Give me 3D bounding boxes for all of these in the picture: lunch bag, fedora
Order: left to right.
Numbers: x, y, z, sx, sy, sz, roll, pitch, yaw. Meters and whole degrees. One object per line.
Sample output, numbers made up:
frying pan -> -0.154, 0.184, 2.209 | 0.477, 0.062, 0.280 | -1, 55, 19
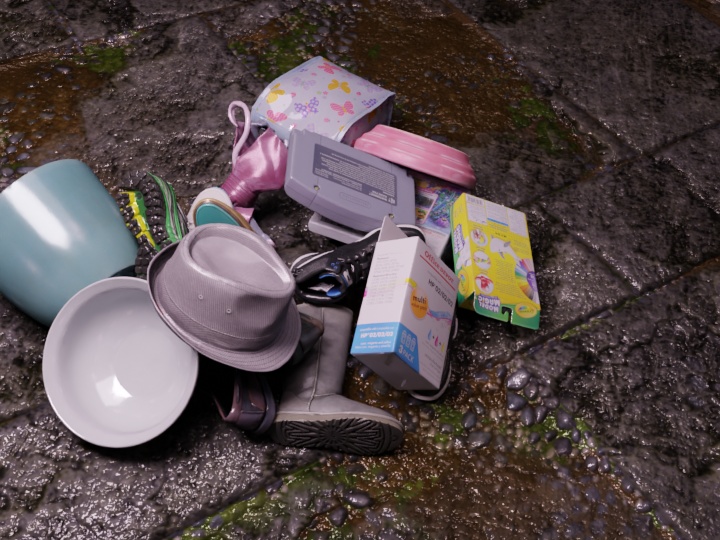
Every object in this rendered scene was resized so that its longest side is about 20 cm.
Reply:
fedora -> -0.145, 0.016, 1.044 | 0.199, 0.091, 0.177 | 32, 41, -2
lunch bag -> -0.065, -0.248, 1.479 | 0.169, 0.128, 0.200 | 28, 39, 17

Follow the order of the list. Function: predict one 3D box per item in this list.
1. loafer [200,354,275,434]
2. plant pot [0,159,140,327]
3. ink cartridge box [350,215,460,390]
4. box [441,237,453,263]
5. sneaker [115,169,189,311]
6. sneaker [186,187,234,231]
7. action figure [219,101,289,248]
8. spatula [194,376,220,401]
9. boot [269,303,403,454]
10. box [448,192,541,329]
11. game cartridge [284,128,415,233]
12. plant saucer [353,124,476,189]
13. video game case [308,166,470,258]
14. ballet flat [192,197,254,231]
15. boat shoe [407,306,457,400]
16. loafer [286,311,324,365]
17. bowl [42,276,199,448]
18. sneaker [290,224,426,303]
loafer -> -0.170, 0.120, 1.123 | 0.063, 0.072, 0.200 | 16, 27, -43
plant pot -> -0.377, -0.016, 1.169 | 0.161, 0.201, 0.200 | 43, 54, 12
ink cartridge box -> 0.064, 0.038, 1.145 | 0.067, 0.115, 0.202 | -7, 57, 35
box -> 0.061, -0.076, 1.381 | 0.199, 0.040, 0.137 | 37, 53, 26
sneaker -> -0.241, -0.031, 1.149 | 0.077, 0.085, 0.202 | -18, 83, 22
sneaker -> -0.225, -0.031, 1.233 | 0.076, 0.081, 0.202 | 12, 67, 10
action figure -> -0.174, -0.120, 1.315 | 0.200, 0.149, 0.134 | -51, 36, -3
spatula -> -0.257, 0.118, 1.165 | 0.199, 0.021, 0.057 | 29, 54, 15
boot -> -0.027, 0.133, 1.155 | 0.180, 0.073, 0.201 | 8, 39, 2
box -> 0.193, -0.007, 1.286 | 0.116, 0.048, 0.201 | 16, 50, -22
game cartridge -> -0.014, -0.121, 1.285 | 0.198, 0.042, 0.134 | 20, 49, -19
plant saucer -> 0.090, -0.181, 1.401 | 0.199, 0.051, 0.201 | 18, 7, -2
video game case -> 0.047, -0.091, 1.351 | 0.198, 0.024, 0.183 | 19, 47, 12
ballet flat -> -0.161, -0.028, 1.225 | 0.068, 0.201, 0.063 | -24, 30, 16
boat shoe -> 0.097, 0.083, 1.216 | 0.073, 0.061, 0.201 | 14, 46, 3
loafer -> -0.124, 0.064, 1.180 | 0.063, 0.072, 0.199 | -34, 38, -28
bowl -> -0.276, 0.113, 1.095 | 0.199, 0.090, 0.203 | -2, 81, 11
sneaker -> 0.000, 0.000, 1.216 | 0.198, 0.074, 0.112 | -18, 15, 3
